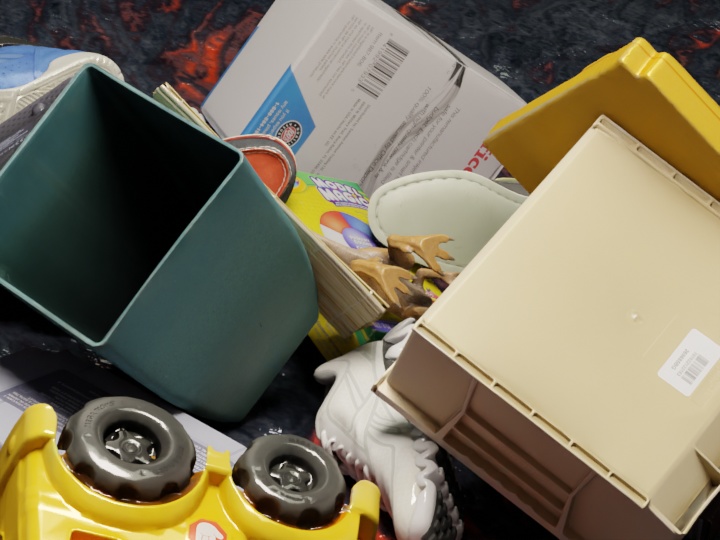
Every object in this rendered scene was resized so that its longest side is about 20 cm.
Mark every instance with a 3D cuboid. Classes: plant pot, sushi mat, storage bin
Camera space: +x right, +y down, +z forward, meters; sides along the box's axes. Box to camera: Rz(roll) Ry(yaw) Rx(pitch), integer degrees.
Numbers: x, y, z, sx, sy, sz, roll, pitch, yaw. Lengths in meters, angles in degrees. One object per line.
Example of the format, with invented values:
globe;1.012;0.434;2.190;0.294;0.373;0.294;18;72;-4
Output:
plant pot;-0.120;0.002;1.628;0.141;0.141;0.200;31;-10;33
sushi mat;-0.064;-0.035;1.669;0.200;0.096;0.012;45;70;-1
storage bin;0.151;0.046;1.572;0.199;0.094;0.200;38;61;9

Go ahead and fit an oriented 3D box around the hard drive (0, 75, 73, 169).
hard drive;-0.234;-0.050;1.773;0.042;0.135;0.200;52;12;-23

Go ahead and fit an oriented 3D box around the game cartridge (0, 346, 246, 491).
game cartridge;-0.152;0.109;1.558;0.200;0.041;0.133;27;22;26

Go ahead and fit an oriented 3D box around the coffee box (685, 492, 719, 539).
coffee box;0.164;0.073;1.684;0.200;0.114;0.080;30;-14;14

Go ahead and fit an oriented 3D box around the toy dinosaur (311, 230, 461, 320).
toy dinosaur;0.000;0.000;1.702;0.200;0.060;0.106;32;-23;-21

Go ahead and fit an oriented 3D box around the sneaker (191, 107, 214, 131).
sneaker;-0.146;-0.067;1.919;0.089;0.079;0.200;4;25;-31

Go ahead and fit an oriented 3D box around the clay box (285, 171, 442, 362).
clay box;-0.015;-0.006;1.810;0.115;0.048;0.200;9;36;-48

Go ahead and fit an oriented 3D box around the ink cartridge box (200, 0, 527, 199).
ink cartridge box;0.007;-0.116;1.962;0.200;0.145;0.084;30;11;-33

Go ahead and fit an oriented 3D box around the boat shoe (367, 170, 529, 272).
boat shoe;0.099;-0.029;1.840;0.201;0.072;0.061;5;-1;-11

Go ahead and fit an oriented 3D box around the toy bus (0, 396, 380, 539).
toy bus;-0.092;0.178;1.333;0.200;0.136;0.192;12;36;-13

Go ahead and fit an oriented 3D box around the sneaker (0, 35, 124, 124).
sneaker;-0.286;-0.123;1.972;0.200;0.077;0.111;-20;19;-29

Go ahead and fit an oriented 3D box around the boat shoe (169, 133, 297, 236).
boat shoe;-0.131;-0.029;1.742;0.200;0.071;0.063;-25;3;-3

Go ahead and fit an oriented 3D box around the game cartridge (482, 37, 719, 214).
game cartridge;0.184;-0.051;1.642;0.176;0.200;0.032;46;63;-8

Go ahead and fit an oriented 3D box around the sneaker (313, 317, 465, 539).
sneaker;0.016;0.111;1.633;0.081;0.075;0.200;-15;33;3
